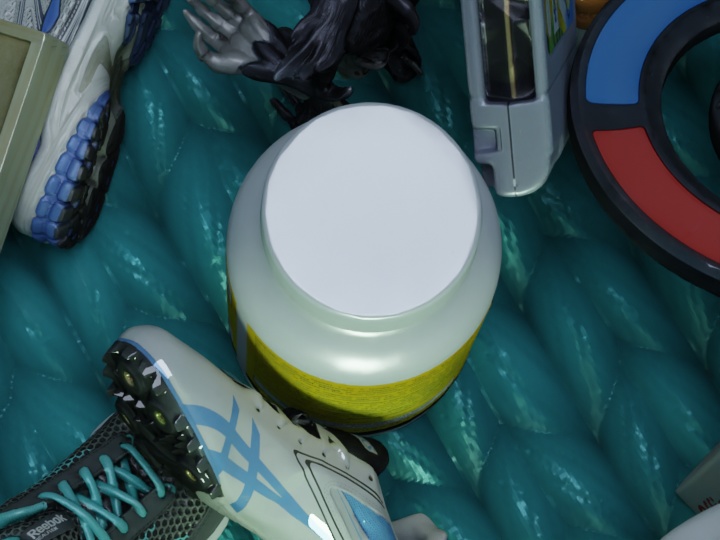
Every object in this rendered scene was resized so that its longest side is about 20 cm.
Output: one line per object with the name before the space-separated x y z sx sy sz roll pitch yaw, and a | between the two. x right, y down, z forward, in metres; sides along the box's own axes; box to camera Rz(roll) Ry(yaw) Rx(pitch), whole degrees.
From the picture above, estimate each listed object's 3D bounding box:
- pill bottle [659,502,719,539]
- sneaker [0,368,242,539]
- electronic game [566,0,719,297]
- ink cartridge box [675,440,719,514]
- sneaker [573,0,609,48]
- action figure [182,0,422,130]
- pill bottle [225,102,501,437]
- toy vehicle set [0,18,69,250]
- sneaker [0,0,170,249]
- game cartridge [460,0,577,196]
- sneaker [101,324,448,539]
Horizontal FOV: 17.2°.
pill bottle | 0.187 0.191 0.912 0.114 0.114 0.201 -39 113 -11
sneaker | -0.120 0.115 1.010 0.200 0.091 0.078 -44 83 -11
electronic game | 0.184 -0.061 0.984 0.198 0.042 0.201 3 52 -4
ink cartridge box | 0.238 0.125 0.997 0.084 0.145 0.200 -42 82 -12
sneaker | 0.086 -0.203 1.098 0.072 0.085 0.201 -18 77 -5
action figure | -0.017 -0.121 1.013 0.102 0.200 0.119 34 78 8
pill bottle | 0.000 0.000 0.986 0.111 0.200 0.113 1 77 -3
toy vehicle set | -0.217 -0.023 1.036 0.123 0.027 0.202 18 88 16
sneaker | -0.138 -0.116 1.073 0.085 0.077 0.201 16 76 5
game cartridge | 0.064 -0.143 0.986 0.040 0.133 0.202 -4 104 8
sneaker | -0.035 0.080 0.993 0.073 0.072 0.200 -51 127 -12
